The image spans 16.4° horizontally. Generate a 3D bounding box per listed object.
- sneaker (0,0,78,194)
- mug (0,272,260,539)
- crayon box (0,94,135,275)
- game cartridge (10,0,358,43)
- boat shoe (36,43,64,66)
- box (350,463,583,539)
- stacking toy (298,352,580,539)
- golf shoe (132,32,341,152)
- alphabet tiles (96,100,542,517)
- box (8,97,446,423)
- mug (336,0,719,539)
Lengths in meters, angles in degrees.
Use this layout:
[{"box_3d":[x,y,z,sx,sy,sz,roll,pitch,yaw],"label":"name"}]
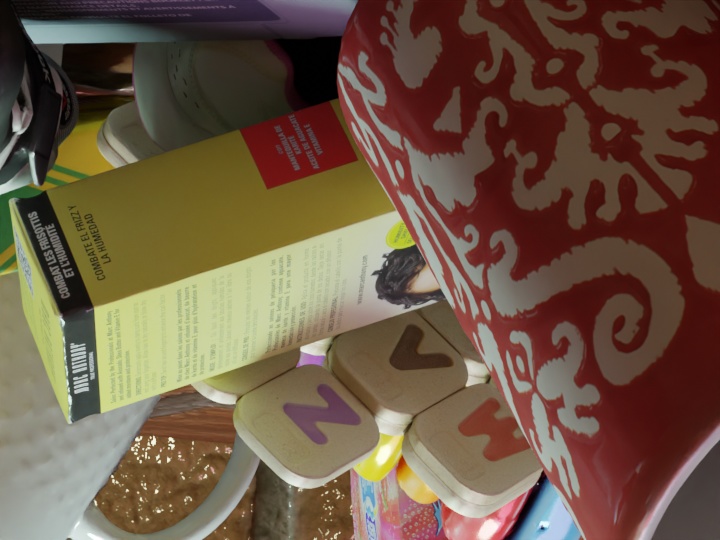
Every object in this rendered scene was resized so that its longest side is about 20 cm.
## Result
[{"box_3d":[-0.122,-0.058,0.756,0.088,0.075,0.200,-12,177,-25],"label":"sneaker"},{"box_3d":[-0.133,0.043,1.098,0.200,0.176,0.148,38,161,-4],"label":"mug"},{"box_3d":[-0.150,-0.030,0.957,0.199,0.051,0.127,-14,-169,-30],"label":"crayon box"},{"box_3d":[-0.099,-0.101,0.758,0.198,0.041,0.133,1,175,19],"label":"game cartridge"},{"box_3d":[-0.195,-0.071,0.893,0.198,0.066,0.072,1,171,17],"label":"boat shoe"},{"box_3d":[0.049,0.094,1.193,0.094,0.104,0.200,-5,-179,-6],"label":"box"},{"box_3d":[0.002,0.033,0.975,0.199,0.117,0.110,23,-145,-3],"label":"stacking toy"},{"box_3d":[0.023,-0.057,0.873,0.199,0.076,0.091,7,167,-30],"label":"golf shoe"},{"box_3d":[0.000,0.000,0.894,0.195,0.200,0.015,-26,154,-48],"label":"alphabet tiles"},{"box_3d":[-0.010,-0.016,0.808,0.199,0.050,0.075,-18,152,-13],"label":"box"},{"box_3d":[0.080,0.007,0.693,0.133,0.200,0.178,-18,138,-18],"label":"mug"}]
